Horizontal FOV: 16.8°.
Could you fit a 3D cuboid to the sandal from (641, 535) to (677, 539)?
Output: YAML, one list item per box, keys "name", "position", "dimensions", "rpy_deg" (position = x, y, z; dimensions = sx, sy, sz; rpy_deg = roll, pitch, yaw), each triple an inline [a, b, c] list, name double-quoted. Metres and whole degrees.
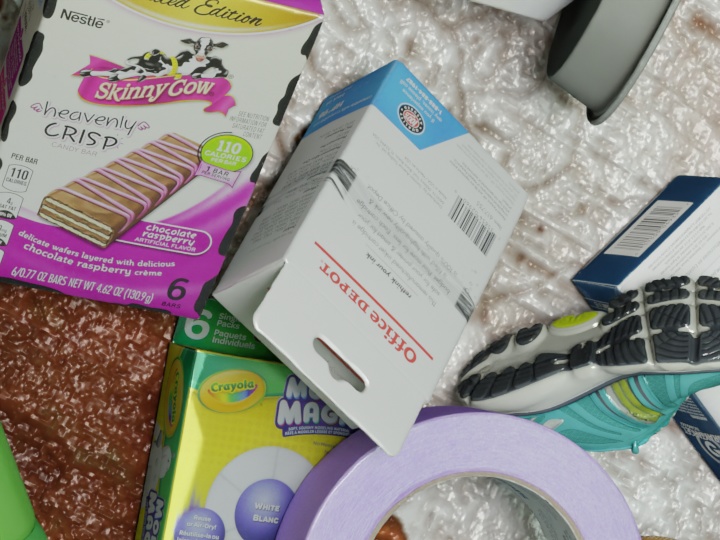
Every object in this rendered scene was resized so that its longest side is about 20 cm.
- name: "sandal"
  position: [0.184, 0.181, 1.447]
  dimensions: [0.200, 0.082, 0.055]
  rpy_deg: [-9, 81, -22]

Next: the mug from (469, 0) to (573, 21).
- name: "mug"
  position: [0.069, -0.227, 1.349]
  dimensions: [0.149, 0.186, 0.153]
  rpy_deg: [5, 103, -57]

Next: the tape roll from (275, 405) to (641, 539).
- name: "tape roll"
  position: [0.053, 0.175, 1.325]
  dimensions: [0.200, 0.066, 0.201]
  rpy_deg: [0, 90, -15]

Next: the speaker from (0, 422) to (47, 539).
- name: "speaker"
  position: [-0.225, 0.085, 1.250]
  dimensions: [0.088, 0.088, 0.200]
  rpy_deg: [-23, 103, -21]

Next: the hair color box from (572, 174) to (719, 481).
- name: "hair color box"
  position: [0.226, 0.050, 1.461]
  dimensions: [0.100, 0.061, 0.200]
  rpy_deg: [-43, 109, -15]

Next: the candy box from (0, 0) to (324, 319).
- name: "candy box"
  position: [-0.116, -0.078, 1.238]
  dimensions: [0.136, 0.061, 0.200]
  rpy_deg: [11, 124, -19]

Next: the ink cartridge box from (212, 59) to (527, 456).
- name: "ink cartridge box"
  position: [0.000, 0.000, 1.310]
  dimensions: [0.116, 0.068, 0.200]
  rpy_deg: [44, 50, -20]

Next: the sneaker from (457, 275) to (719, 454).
- name: "sneaker"
  position: [0.154, 0.060, 1.383]
  dimensions: [0.080, 0.200, 0.078]
  rpy_deg: [58, 32, -29]

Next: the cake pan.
- name: "cake pan"
  position: [0.155, -0.178, 1.347]
  dimensions: [0.037, 0.200, 0.201]
  rpy_deg: [24, 84, -4]

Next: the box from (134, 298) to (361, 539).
- name: "box"
  position: [-0.059, 0.120, 1.348]
  dimensions: [0.117, 0.048, 0.200]
  rpy_deg: [9, 89, -25]

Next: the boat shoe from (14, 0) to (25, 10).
- name: "boat shoe"
  position: [-0.132, -0.122, 1.280]
  dimensions: [0.071, 0.064, 0.200]
  rpy_deg: [-20, 128, 5]
